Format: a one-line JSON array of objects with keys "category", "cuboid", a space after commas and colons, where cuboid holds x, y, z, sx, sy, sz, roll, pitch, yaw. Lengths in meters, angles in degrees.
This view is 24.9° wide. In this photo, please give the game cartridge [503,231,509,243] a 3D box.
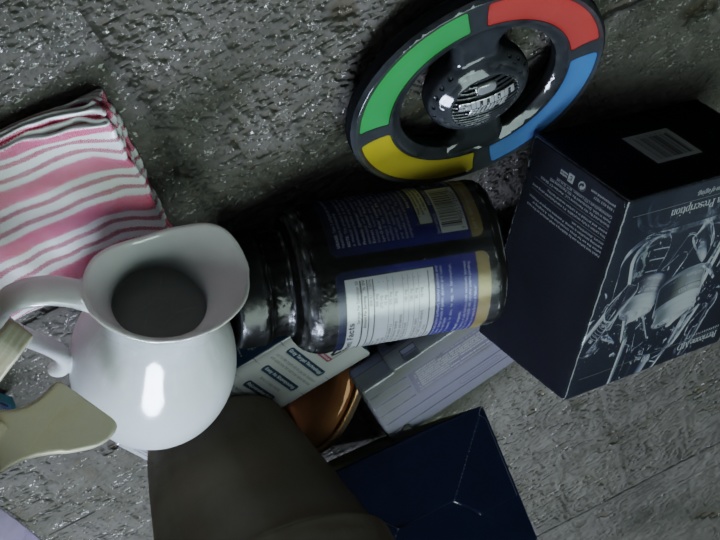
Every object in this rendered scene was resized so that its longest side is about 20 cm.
[{"category": "game cartridge", "cuboid": [0.148, 0.007, 1.432, 0.199, 0.041, 0.133, -29, 148, 5]}]

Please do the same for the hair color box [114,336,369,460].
[{"category": "hair color box", "cuboid": [-0.103, 0.080, 1.318, 0.199, 0.061, 0.100, -31, 151, 9]}]

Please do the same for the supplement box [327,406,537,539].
[{"category": "supplement box", "cuboid": [0.012, 0.234, 1.487, 0.199, 0.135, 0.200, -21, 176, -30]}]

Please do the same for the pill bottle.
[{"category": "pill bottle", "cuboid": [0.000, 0.000, 1.206, 0.199, 0.112, 0.112, -9, 148, -13]}]

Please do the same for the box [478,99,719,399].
[{"category": "box", "cuboid": [0.216, -0.020, 1.290, 0.199, 0.104, 0.183, -16, 132, -38]}]

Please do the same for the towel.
[{"category": "towel", "cuboid": [-0.207, -0.033, 1.083, 0.146, 0.030, 0.200, -24, 151, -3]}]

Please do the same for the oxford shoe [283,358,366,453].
[{"category": "oxford shoe", "cuboid": [-0.067, 0.129, 1.424, 0.071, 0.072, 0.200, 17, 129, -38]}]

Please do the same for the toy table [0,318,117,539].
[{"category": "toy table", "cuboid": [-0.268, 0.093, 1.066, 0.117, 0.200, 0.184, -57, -158, -19]}]

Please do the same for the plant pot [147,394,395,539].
[{"category": "plant pot", "cuboid": [-0.084, 0.201, 1.287, 0.199, 0.174, 0.200, -20, 151, -11]}]

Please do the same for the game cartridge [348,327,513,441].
[{"category": "game cartridge", "cuboid": [0.089, 0.060, 1.387, 0.199, 0.038, 0.130, -33, 147, -3]}]

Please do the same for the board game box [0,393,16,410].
[{"category": "board game box", "cuboid": [-0.375, 0.149, 1.222, 0.200, 0.047, 0.151, -36, 149, 15]}]

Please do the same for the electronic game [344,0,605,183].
[{"category": "electronic game", "cuboid": [0.082, -0.130, 1.148, 0.199, 0.042, 0.200, -20, 150, -12]}]

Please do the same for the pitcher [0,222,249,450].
[{"category": "pitcher", "cuboid": [-0.169, 0.051, 1.142, 0.170, 0.122, 0.200, -2, 154, -11]}]
